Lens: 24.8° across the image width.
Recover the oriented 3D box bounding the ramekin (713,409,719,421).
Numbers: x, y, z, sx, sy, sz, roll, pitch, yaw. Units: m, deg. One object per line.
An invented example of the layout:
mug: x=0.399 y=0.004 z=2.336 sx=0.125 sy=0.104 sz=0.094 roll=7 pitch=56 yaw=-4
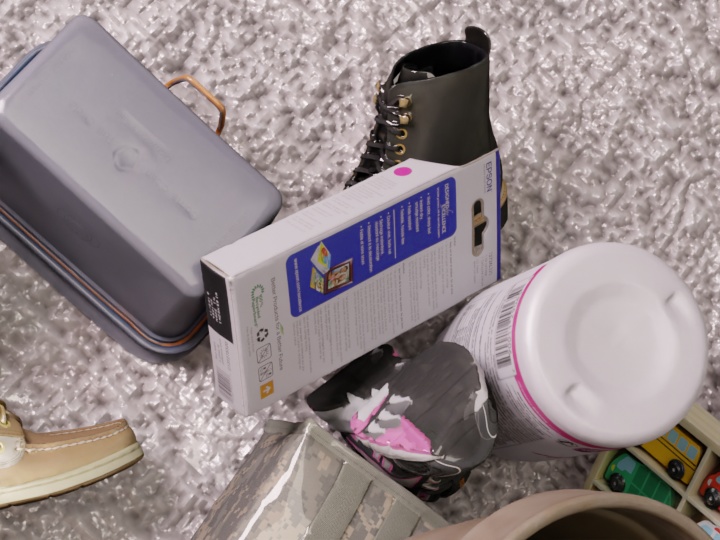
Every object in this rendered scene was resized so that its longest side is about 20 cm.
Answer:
ramekin: x=0.295 y=0.148 z=1.026 sx=0.202 sy=0.094 sz=0.203 roll=37 pitch=29 yaw=-25

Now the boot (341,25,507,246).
boot: x=0.002 y=-0.055 z=0.993 sx=0.200 sy=0.139 sz=0.077 roll=-34 pitch=48 yaw=-28

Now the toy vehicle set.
toy vehicle set: x=0.213 y=0.168 z=0.963 sx=0.026 sy=0.200 sz=0.125 roll=-1 pitch=121 yaw=-41

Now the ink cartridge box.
ink cartridge box: x=0.000 y=0.000 z=0.945 sx=0.199 sy=0.037 sz=0.095 roll=-25 pitch=129 yaw=-30

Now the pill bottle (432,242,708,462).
pill bottle: x=0.113 y=0.055 z=0.976 sx=0.113 sy=0.200 sz=0.114 roll=3 pitch=80 yaw=-16

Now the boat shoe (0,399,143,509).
boat shoe: x=-0.225 y=0.105 z=0.935 sx=0.199 sy=0.074 sz=0.067 roll=-10 pitch=89 yaw=-18

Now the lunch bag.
lunch bag: x=-0.008 y=0.210 z=0.960 sx=0.200 sy=0.118 sz=0.164 roll=38 pitch=75 yaw=-13

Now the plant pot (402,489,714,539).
plant pot: x=0.073 y=0.204 z=0.835 sx=0.199 sy=0.173 sz=0.201 roll=0 pitch=91 yaw=-29

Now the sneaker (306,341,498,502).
sneaker: x=0.041 y=0.095 z=0.954 sx=0.080 sy=0.200 sz=0.086 roll=-40 pitch=102 yaw=-8

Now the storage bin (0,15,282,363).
storage bin: x=-0.131 y=-0.059 z=0.960 sx=0.200 sy=0.134 sz=0.146 roll=43 pitch=72 yaw=-6
